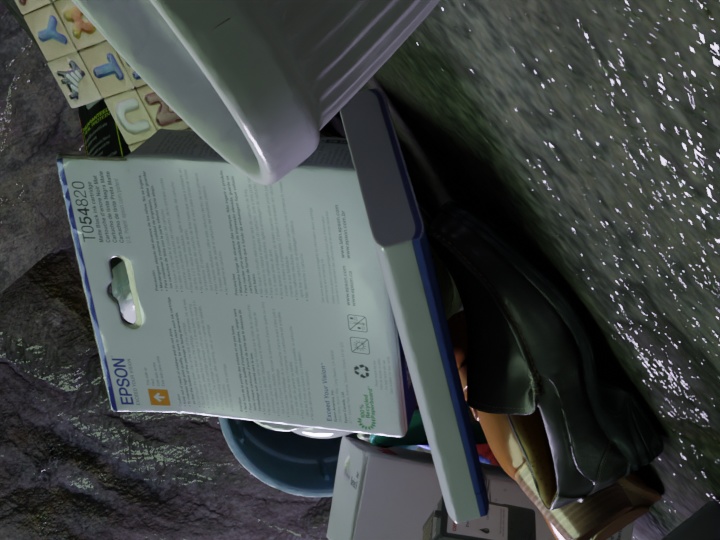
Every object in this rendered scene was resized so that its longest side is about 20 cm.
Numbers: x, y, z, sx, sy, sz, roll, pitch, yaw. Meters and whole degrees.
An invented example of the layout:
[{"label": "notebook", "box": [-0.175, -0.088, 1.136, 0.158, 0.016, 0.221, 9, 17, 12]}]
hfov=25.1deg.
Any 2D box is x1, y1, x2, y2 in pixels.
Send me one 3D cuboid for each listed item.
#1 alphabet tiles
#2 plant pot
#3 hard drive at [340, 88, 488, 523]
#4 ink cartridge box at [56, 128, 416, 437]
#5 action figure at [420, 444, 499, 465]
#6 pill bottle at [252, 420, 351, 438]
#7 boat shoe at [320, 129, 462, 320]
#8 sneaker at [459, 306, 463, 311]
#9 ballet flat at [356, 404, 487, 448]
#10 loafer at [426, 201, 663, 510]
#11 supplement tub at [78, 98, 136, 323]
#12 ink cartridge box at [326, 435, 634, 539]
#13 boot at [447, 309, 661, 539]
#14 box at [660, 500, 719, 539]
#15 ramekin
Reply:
[{"label": "alphabet tiles", "box": [-0.140, -0.143, 0.971, 0.167, 0.008, 0.200, -10, 112, 44]}, {"label": "plant pot", "box": [-0.048, 0.082, 1.519, 0.200, 0.200, 0.196, 51, -179, -21]}, {"label": "hard drive", "box": [0.030, 0.021, 0.865, 0.132, 0.025, 0.200, -104, -1, -50]}, {"label": "ink cartridge box", "box": [-0.071, 0.008, 0.989, 0.041, 0.200, 0.200, -67, -23, -53]}, {"label": "action figure", "box": [0.076, 0.133, 1.378, 0.200, 0.065, 0.099, 25, 158, -5]}, {"label": "pill bottle", "box": [-0.018, 0.068, 1.223, 0.114, 0.114, 0.200, 47, -164, 15]}, {"label": "boat shoe", "box": [-0.010, -0.044, 1.020, 0.200, 0.075, 0.068, 41, -159, 2]}, {"label": "sneaker", "box": [0.000, 0.000, 1.087, 0.200, 0.089, 0.079, 49, 174, 17]}, {"label": "ballet flat", "box": [0.048, 0.092, 1.167, 0.200, 0.076, 0.064, 13, -133, -59]}, {"label": "loafer", "box": [0.087, 0.051, 0.863, 0.200, 0.072, 0.073, 53, 174, -24]}, {"label": "supplement tub", "box": [-0.123, -0.071, 1.101, 0.123, 0.122, 0.200, 73, -176, -75]}, {"label": "ink cartridge box", "box": [0.082, 0.184, 1.187, 0.200, 0.084, 0.146, 11, 177, -6]}, {"label": "boot", "box": [0.112, 0.102, 1.026, 0.155, 0.077, 0.200, 56, -170, 17]}, {"label": "box", "box": [0.166, 0.279, 0.878, 0.199, 0.171, 0.200, 48, 130, 11]}, {"label": "ramekin", "box": [-0.055, -0.136, 0.511, 0.200, 0.105, 0.200, 47, 174, 7]}]
